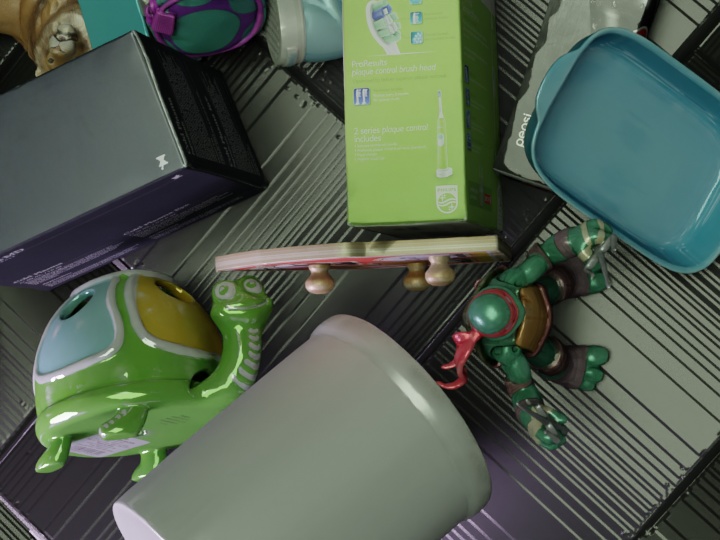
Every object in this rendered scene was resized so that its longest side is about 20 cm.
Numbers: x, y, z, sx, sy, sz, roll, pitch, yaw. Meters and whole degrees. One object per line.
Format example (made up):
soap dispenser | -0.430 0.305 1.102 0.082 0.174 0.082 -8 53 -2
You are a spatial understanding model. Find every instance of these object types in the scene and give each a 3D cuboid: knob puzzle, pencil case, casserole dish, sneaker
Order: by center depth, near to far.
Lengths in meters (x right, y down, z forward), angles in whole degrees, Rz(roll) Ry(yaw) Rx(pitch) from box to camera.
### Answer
casserole dish | 0.189 -0.081 1.150 0.200 0.039 0.121 31 88 -26
knob puzzle | 0.000 0.000 1.157 0.219 0.220 0.031 -3 88 14
pencil case | -0.127 -0.262 1.234 0.085 0.092 0.200 -41 56 52
sneaker | -0.037 -0.246 1.251 0.082 0.074 0.201 -4 81 -16

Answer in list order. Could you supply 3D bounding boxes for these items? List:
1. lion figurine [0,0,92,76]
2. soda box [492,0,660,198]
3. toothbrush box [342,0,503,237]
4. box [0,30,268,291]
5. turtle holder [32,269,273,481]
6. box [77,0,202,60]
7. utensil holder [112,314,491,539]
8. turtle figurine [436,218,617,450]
lion figurine | -0.274 -0.207 1.305 0.200 0.072 0.123 14 99 28
soda box | 0.159 -0.152 1.192 0.071 0.063 0.200 19 93 14
toothbrush box | 0.045 -0.126 1.177 0.086 0.146 0.201 -1 89 14
box | -0.195 -0.072 1.215 0.200 0.182 0.104 -24 83 11
turtle holder | -0.157 0.066 1.214 0.141 0.185 0.132 3 66 -28
box | -0.184 -0.246 1.268 0.049 0.082 0.200 -19 83 21
utensil holder | -0.041 0.154 1.138 0.200 0.170 0.170 -37 79 -20
turtle figurine | 0.119 0.032 1.124 0.100 0.200 0.150 19 95 19
